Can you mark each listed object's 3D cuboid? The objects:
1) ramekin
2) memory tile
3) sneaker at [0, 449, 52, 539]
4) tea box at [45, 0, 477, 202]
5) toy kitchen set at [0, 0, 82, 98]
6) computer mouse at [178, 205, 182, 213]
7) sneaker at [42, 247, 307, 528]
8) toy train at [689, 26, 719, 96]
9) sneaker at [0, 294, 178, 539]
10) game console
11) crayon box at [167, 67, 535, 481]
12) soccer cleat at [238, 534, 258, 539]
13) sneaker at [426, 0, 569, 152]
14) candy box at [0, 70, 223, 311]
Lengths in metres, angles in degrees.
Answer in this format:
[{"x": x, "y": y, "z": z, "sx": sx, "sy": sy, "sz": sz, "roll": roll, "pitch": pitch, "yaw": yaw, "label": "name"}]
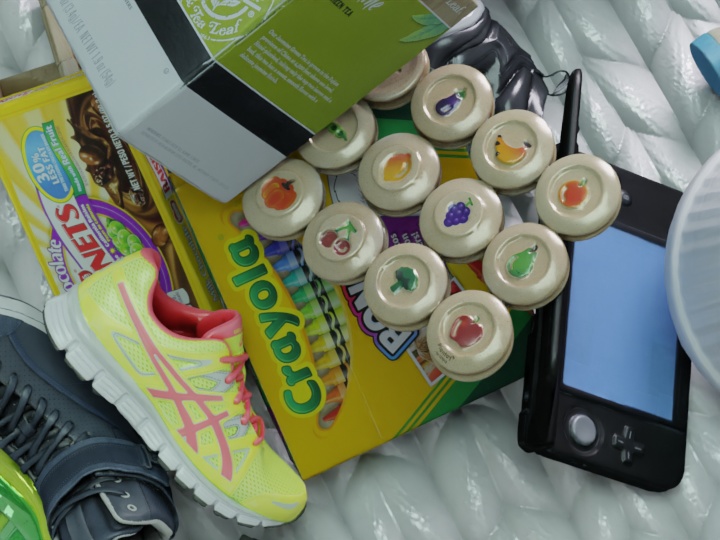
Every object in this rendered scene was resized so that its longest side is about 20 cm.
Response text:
[{"x": 0.292, "y": -0.004, "z": 1.593, "sx": 0.201, "sy": 0.094, "sz": 0.204, "roll": 1, "pitch": 83, "yaw": -10, "label": "ramekin"}, {"x": 0.039, "y": -0.043, "z": 1.517, "sx": 0.200, "sy": 0.017, "sz": 0.153, "roll": 36, "pitch": 82, "yaw": 27, "label": "memory tile"}, {"x": -0.214, "y": 0.155, "z": 1.630, "sx": 0.084, "sy": 0.074, "sz": 0.200, "roll": -43, "pitch": 76, "yaw": 25, "label": "sneaker"}, {"x": -0.076, "y": -0.186, "z": 1.522, "sx": 0.196, "sy": 0.134, "sz": 0.200, "roll": -38, "pitch": 62, "yaw": 10, "label": "tea box"}, {"x": -0.213, "y": -0.185, "z": 1.673, "sx": 0.162, "sy": 0.181, "sz": 0.200, "roll": -19, "pitch": 39, "yaw": -4, "label": "toy kitchen set"}, {"x": -0.049, "y": -0.090, "z": 1.687, "sx": 0.059, "sy": 0.034, "sz": 0.200, "roll": 41, "pitch": 49, "yaw": 0, "label": "computer mouse"}, {"x": -0.092, "y": 0.069, "z": 1.569, "sx": 0.090, "sy": 0.078, "sz": 0.200, "roll": -41, "pitch": 107, "yaw": 9, "label": "sneaker"}, {"x": 0.308, "y": -0.107, "z": 1.683, "sx": 0.116, "sy": 0.085, "sz": 0.200, "roll": -36, "pitch": 68, "yaw": 1, "label": "toy train"}, {"x": -0.189, "y": 0.102, "z": 1.560, "sx": 0.077, "sy": 0.202, "sz": 0.147, "roll": -43, "pitch": 35, "yaw": 26, "label": "sneaker"}, {"x": 0.158, "y": 0.010, "z": 1.583, "sx": 0.175, "sy": 0.116, "sz": 0.201, "roll": 19, "pitch": 65, "yaw": -27, "label": "game console"}, {"x": 0.000, "y": 0.000, "z": 1.617, "sx": 0.172, "sy": 0.058, "sz": 0.201, "roll": -25, "pitch": 104, "yaw": -7, "label": "crayon box"}, {"x": -0.009, "y": 0.230, "z": 1.579, "sx": 0.199, "sy": 0.070, "sz": 0.087, "roll": 22, "pitch": 86, "yaw": 16, "label": "soccer cleat"}, {"x": 0.052, "y": -0.069, "z": 1.688, "sx": 0.114, "sy": 0.075, "sz": 0.201, "roll": 33, "pitch": 90, "yaw": -1, "label": "sneaker"}, {"x": -0.155, "y": -0.023, "z": 1.633, "sx": 0.102, "sy": 0.026, "sz": 0.201, "roll": -15, "pitch": 107, "yaw": 27, "label": "candy box"}]
